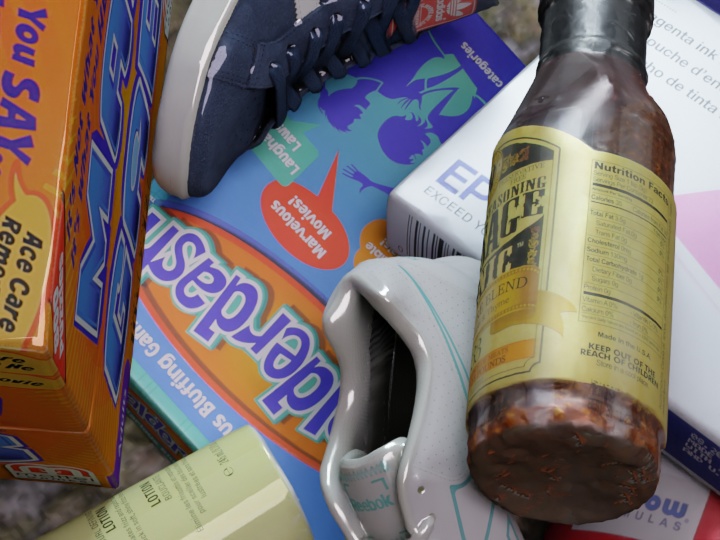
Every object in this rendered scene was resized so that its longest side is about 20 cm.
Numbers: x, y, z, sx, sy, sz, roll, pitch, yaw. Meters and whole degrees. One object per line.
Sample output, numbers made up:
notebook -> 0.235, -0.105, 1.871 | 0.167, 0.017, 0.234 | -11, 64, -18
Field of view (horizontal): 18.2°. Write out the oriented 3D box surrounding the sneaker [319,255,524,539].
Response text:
sneaker -> 0.021, 0.091, 0.731 | 0.080, 0.070, 0.201 | 10, 67, -58

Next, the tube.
tube -> -0.112, 0.119, 0.743 | 0.200, 0.058, 0.052 | -28, 78, -8

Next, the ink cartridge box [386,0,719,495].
ink cartridge box -> 0.146, -0.026, 0.802 | 0.196, 0.043, 0.200 | 36, 66, 22

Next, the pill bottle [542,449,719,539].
pill bottle -> 0.112, 0.128, 0.802 | 0.112, 0.112, 0.200 | 26, 70, -9

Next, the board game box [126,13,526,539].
board game box -> 0.000, 0.000, 0.838 | 0.152, 0.045, 0.200 | 47, 70, -1

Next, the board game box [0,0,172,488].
board game box -> -0.171, -0.055, 0.696 | 0.199, 0.200, 0.201 | 4, 74, 1

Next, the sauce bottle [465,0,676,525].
sauce bottle -> 0.072, -0.016, 0.739 | 0.066, 0.066, 0.200 | 16, 53, -12

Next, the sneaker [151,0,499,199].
sneaker -> 0.001, -0.099, 0.800 | 0.084, 0.075, 0.200 | 28, 68, 8
